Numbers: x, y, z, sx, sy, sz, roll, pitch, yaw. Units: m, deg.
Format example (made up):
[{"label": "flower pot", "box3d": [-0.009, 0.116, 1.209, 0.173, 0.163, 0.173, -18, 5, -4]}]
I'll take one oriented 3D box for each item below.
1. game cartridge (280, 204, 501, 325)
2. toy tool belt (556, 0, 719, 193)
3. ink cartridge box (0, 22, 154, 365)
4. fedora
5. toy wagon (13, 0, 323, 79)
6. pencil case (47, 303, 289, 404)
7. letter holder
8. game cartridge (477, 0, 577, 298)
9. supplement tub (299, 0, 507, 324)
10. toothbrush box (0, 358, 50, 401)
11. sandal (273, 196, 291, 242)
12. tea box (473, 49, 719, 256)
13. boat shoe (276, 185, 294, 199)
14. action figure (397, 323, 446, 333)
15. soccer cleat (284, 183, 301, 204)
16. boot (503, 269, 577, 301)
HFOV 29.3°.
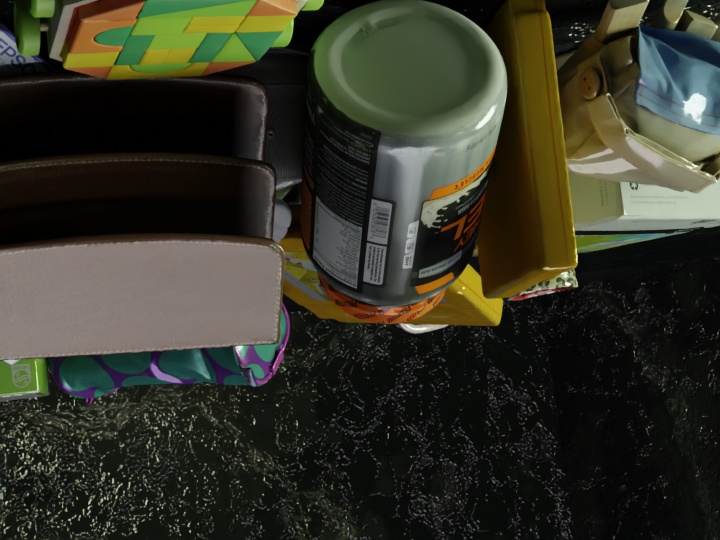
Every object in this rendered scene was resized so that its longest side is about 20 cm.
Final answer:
[{"label": "game cartridge", "box3d": [0.000, 0.000, 1.118, 0.175, 0.033, 0.200, 0, 157, 29]}, {"label": "toy tool belt", "box3d": [0.222, -0.120, 0.915, 0.198, 0.126, 0.124, 4, 133, -27]}, {"label": "ink cartridge box", "box3d": [-0.227, -0.048, 0.882, 0.199, 0.044, 0.196, -35, 130, 16]}, {"label": "fedora", "box3d": [-0.092, -0.095, 0.944, 0.176, 0.091, 0.199, -12, 173, 41]}, {"label": "toy wagon", "box3d": [-0.096, -0.143, 0.716, 0.153, 0.040, 0.200, -6, 174, -19]}, {"label": "pencil case", "box3d": [-0.162, 0.063, 1.160, 0.198, 0.093, 0.085, -5, -149, 25]}, {"label": "letter holder", "box3d": [-0.148, -0.035, 0.819, 0.198, 0.101, 0.143, -3, 130, -12]}, {"label": "game cartridge", "box3d": [0.105, -0.077, 0.935, 0.032, 0.179, 0.200, -5, 175, -7]}, {"label": "supplement tub", "box3d": [0.022, -0.062, 0.882, 0.121, 0.124, 0.201, -6, 144, -8]}, {"label": "toothbrush box", "box3d": [-0.311, 0.008, 1.142, 0.085, 0.202, 0.146, -7, 174, -10]}, {"label": "sandal", "box3d": [-0.120, -0.013, 1.030, 0.079, 0.060, 0.206, 2, 148, -41]}, {"label": "tea box", "box3d": [0.187, -0.091, 1.127, 0.199, 0.135, 0.196, -2, 174, -42]}, {"label": "boat shoe", "box3d": [-0.100, -0.073, 1.201, 0.067, 0.057, 0.200, -43, -174, -12]}, {"label": "action figure", "box3d": [0.022, -0.046, 1.288, 0.133, 0.150, 0.201, -18, 145, -20]}, {"label": "soccer cleat", "box3d": [-0.089, -0.062, 1.402, 0.086, 0.071, 0.199, -2, 172, -39]}, {"label": "boot", "box3d": [0.123, -0.044, 1.421, 0.201, 0.156, 0.073, -8, 174, 12]}]
